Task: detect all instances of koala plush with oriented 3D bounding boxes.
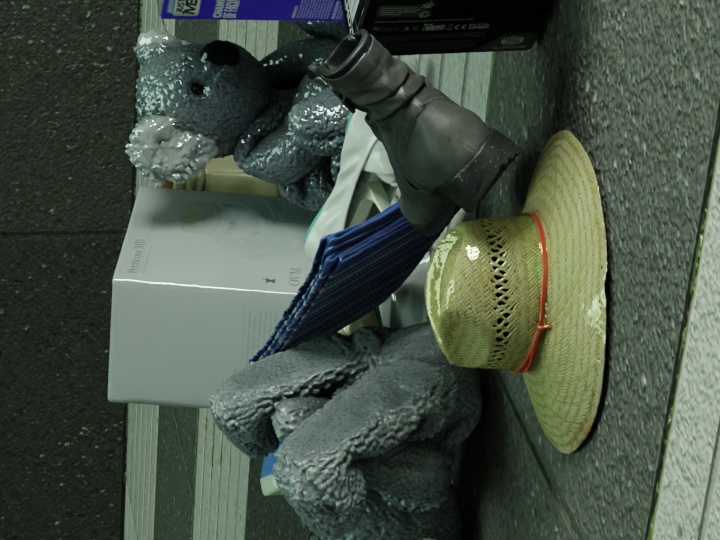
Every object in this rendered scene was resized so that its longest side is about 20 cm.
[{"bbox_3d":[0.019,0.156,1.591,0.177,0.183,0.201,38,150,57],"label":"koala plush"},{"bbox_3d":[-0.099,-0.139,1.872,0.184,0.198,0.178,103,166,-54],"label":"koala plush"}]

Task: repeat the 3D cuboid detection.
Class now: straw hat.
[{"bbox_3d":[0.085,0.014,1.358,0.201,0.084,0.203,179,90,-77],"label":"straw hat"}]

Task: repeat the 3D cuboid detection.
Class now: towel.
[{"bbox_3d":[0.000,0.000,1.602,0.024,0.144,0.200,53,149,11],"label":"towel"}]

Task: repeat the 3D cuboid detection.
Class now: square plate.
[{"bbox_3d":[0.019,0.046,1.809,0.198,0.028,0.201,-119,30,-66],"label":"square plate"}]

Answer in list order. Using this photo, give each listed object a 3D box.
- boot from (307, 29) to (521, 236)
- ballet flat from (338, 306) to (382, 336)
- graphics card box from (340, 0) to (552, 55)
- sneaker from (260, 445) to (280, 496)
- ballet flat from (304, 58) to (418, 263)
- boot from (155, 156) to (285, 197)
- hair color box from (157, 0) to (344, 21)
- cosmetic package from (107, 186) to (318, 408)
[{"bbox_3d":[0.025,-0.093,1.381,0.070,0.131,0.200,-51,3,-13],"label":"boot"},{"bbox_3d":[0.000,0.105,1.719,0.069,0.069,0.201,127,127,-71],"label":"ballet flat"},{"bbox_3d":[0.066,-0.204,1.325,0.200,0.125,0.051,109,153,-59],"label":"graphics card box"},{"bbox_3d":[-0.050,0.138,2.017,0.200,0.076,0.112,132,130,-67],"label":"sneaker"},{"bbox_3d":[0.014,-0.070,1.726,0.070,0.069,0.201,-106,33,-50],"label":"ballet flat"},{"bbox_3d":[-0.129,-0.072,2.186,0.200,0.154,0.073,136,131,-74],"label":"boot"},{"bbox_3d":[-0.064,-0.260,1.751,0.065,0.198,0.110,112,154,-63],"label":"hair color box"},{"bbox_3d":[-0.109,0.024,1.907,0.200,0.198,0.124,-88,1,-65],"label":"cosmetic package"}]
